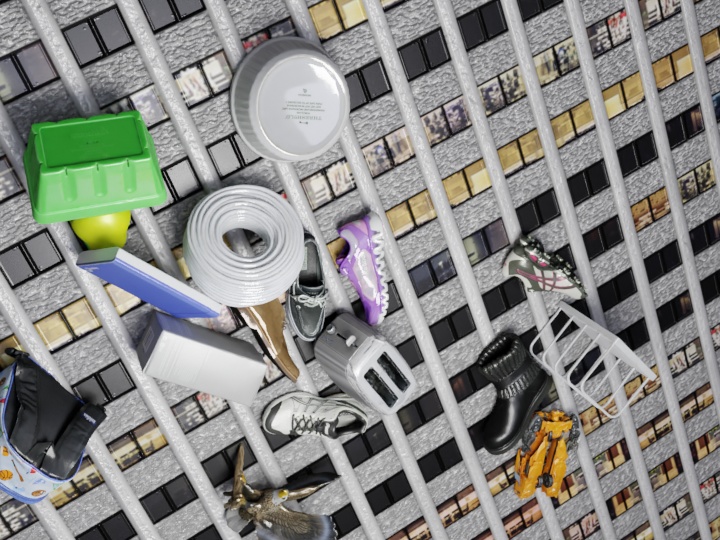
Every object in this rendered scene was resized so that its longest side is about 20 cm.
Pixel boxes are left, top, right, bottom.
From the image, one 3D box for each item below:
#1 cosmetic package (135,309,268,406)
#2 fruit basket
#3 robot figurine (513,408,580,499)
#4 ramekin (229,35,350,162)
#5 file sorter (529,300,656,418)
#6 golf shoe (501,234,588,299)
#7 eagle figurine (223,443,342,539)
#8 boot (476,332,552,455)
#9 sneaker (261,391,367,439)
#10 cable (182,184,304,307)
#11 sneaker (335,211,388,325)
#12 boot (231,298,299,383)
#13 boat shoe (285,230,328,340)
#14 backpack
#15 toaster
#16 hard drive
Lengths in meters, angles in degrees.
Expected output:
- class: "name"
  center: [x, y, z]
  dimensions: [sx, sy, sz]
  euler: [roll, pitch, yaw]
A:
- class: "cosmetic package"
  center: [-0.265, 0.148, 1.472]
  dimensions: [0.198, 0.107, 0.091]
  euler: [26, 95, -25]
- class: "fruit basket"
  center: [-0.400, -0.126, 1.333]
  dimensions: [0.212, 0.158, 0.217]
  euler: [-17, 154, -8]
- class: "robot figurine"
  center: [0.386, 0.381, 1.846]
  dimensions: [0.142, 0.058, 0.204]
  euler: [3, 105, -24]
- class: "ramekin"
  center: [-0.106, -0.271, 1.415]
  dimensions: [0.198, 0.094, 0.207]
  euler: [-7, 108, -21]
- class: "file sorter"
  center: [0.451, 0.179, 1.732]
  dimensions: [0.138, 0.200, 0.125]
  euler: [39, 92, -27]
- class: "golf shoe"
  center: [0.363, 0.009, 1.724]
  dimensions: [0.198, 0.078, 0.088]
  euler: [32, 112, -25]
- class: "eagle figurine"
  center: [-0.142, 0.421, 1.582]
  dimensions: [0.197, 0.151, 0.155]
  euler: [20, 87, -19]
- class: "boot"
  center: [0.279, 0.244, 1.743]
  dimensions: [0.158, 0.079, 0.213]
  euler: [42, 77, -34]
- class: "sneaker"
  center: [-0.079, 0.269, 1.598]
  dimensions: [0.196, 0.088, 0.077]
  euler: [-5, 110, -20]
- class: "cable"
  center: [-0.185, -0.042, 1.409]
  dimensions: [0.196, 0.203, 0.070]
  euler: [-3, 151, -18]
- class: "sneaker"
  center: [0.000, 0.000, 1.559]
  dimensions: [0.087, 0.080, 0.204]
  euler: [-9, 105, -13]
- class: "boot"
  center: [-0.149, 0.108, 1.532]
  dimensions: [0.075, 0.073, 0.202]
  euler: [-38, 115, -19]
- class: "boat shoe"
  center: [-0.088, 0.034, 1.531]
  dimensions: [0.072, 0.068, 0.204]
  euler: [-4, 108, -21]
- class: "backpack"
  center: [-0.513, 0.255, 1.353]
  dimensions: [0.154, 0.191, 0.200]
  euler: [-41, 118, 12]
- class: "toaster"
  center: [0.014, 0.176, 1.572]
  dimensions: [0.114, 0.129, 0.201]
  euler: [-45, 124, -14]
- class: "hard drive"
  center: [-0.330, 0.023, 1.375]
  dimensions: [0.199, 0.131, 0.026]
  euler: [34, 66, -37]
